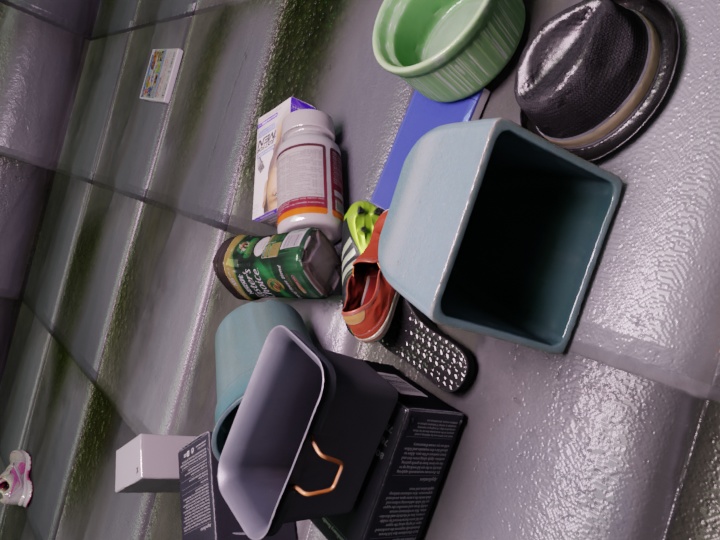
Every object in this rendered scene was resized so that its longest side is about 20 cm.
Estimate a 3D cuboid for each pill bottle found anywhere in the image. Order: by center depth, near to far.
[{"bbox_3d":[-0.082,-0.148,1.071,0.109,0.108,0.204,-24,61,43],"label":"pill bottle"}]

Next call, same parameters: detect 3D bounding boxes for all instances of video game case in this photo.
[{"bbox_3d":[-0.550,-0.537,1.821,0.199,0.018,0.146,23,97,50],"label":"video game case"}]

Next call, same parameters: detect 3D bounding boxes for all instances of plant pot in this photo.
[{"bbox_3d":[0.126,-0.049,0.738,0.199,0.193,0.200,28,100,58],"label":"plant pot"},{"bbox_3d":[-0.134,0.164,0.990,0.202,0.197,0.198,-54,36,24],"label":"plant pot"}]

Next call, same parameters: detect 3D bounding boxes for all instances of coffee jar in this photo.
[{"bbox_3d":[-0.133,-0.006,1.023,0.197,0.105,0.086,-3,49,36],"label":"coffee jar"}]

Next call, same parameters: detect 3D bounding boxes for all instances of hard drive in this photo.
[{"bbox_3d":[0.093,-0.169,0.933,0.131,0.025,0.204,33,105,49],"label":"hard drive"}]

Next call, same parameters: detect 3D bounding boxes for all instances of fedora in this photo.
[{"bbox_3d":[0.237,-0.221,0.721,0.199,0.090,0.205,-18,66,46],"label":"fedora"}]

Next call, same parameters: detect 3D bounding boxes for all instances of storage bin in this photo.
[{"bbox_3d":[-0.045,0.181,0.721,0.145,0.133,0.204,32,104,49],"label":"storage bin"}]

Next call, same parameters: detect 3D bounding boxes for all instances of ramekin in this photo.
[{"bbox_3d":[0.119,-0.323,0.869,0.198,0.097,0.204,-23,54,35],"label":"ramekin"}]

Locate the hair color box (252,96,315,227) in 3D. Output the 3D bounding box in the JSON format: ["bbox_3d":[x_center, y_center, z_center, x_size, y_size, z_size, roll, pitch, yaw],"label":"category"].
[{"bbox_3d":[-0.137,-0.192,1.187,0.108,0.064,0.205,-17,68,45],"label":"hair color box"}]

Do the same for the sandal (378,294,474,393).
[{"bbox_3d":[0.075,0.087,0.867,0.200,0.047,0.076,44,111,37],"label":"sandal"}]

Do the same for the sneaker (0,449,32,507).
[{"bbox_3d":[-1.064,0.631,2.027,0.082,0.087,0.201,-58,42,19],"label":"sneaker"}]

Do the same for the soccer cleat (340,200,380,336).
[{"bbox_3d":[0.000,0.000,0.973,0.081,0.066,0.205,150,125,-64],"label":"soccer cleat"}]

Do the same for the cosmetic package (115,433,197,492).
[{"bbox_3d":[-0.298,0.327,1.114,0.101,0.197,0.073,-33,55,38],"label":"cosmetic package"}]

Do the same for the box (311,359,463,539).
[{"bbox_3d":[0.017,0.236,0.827,0.147,0.103,0.204,27,100,50],"label":"box"}]

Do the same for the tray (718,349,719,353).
[{"bbox_3d":[0.362,-0.008,0.504,0.037,0.097,0.203,44,113,48],"label":"tray"}]

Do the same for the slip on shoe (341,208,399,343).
[{"bbox_3d":[0.022,-0.005,0.871,0.073,0.061,0.203,-11,49,38],"label":"slip on shoe"}]

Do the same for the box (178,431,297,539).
[{"bbox_3d":[-0.189,0.362,1.014,0.104,0.146,0.204,-35,54,38],"label":"box"}]
